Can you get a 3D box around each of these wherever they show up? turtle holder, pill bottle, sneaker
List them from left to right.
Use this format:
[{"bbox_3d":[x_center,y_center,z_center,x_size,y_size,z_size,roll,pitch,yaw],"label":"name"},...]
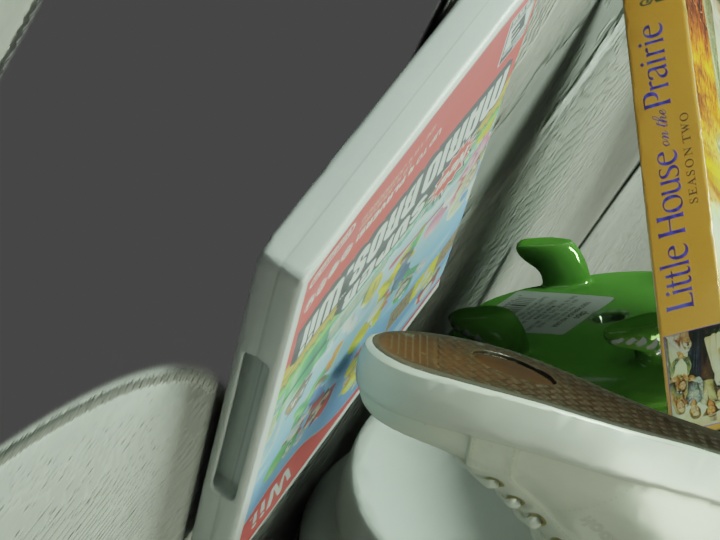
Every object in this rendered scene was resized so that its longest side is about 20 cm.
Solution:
[{"bbox_3d":[0.022,0.136,1.191,0.114,0.114,0.200,-51,169,-34],"label":"pill bottle"},{"bbox_3d":[0.078,0.085,0.977,0.085,0.199,0.073,-64,-158,9],"label":"sneaker"},{"bbox_3d":[0.131,0.062,1.256,0.141,0.184,0.133,-83,166,-72],"label":"turtle holder"}]

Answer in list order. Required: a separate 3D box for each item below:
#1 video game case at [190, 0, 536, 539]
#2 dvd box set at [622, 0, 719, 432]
[{"bbox_3d":[0.000,0.000,0.925,0.143,0.017,0.200,-53,170,-29],"label":"video game case"},{"bbox_3d":[0.148,-0.004,1.124,0.146,0.029,0.201,40,41,-53],"label":"dvd box set"}]
